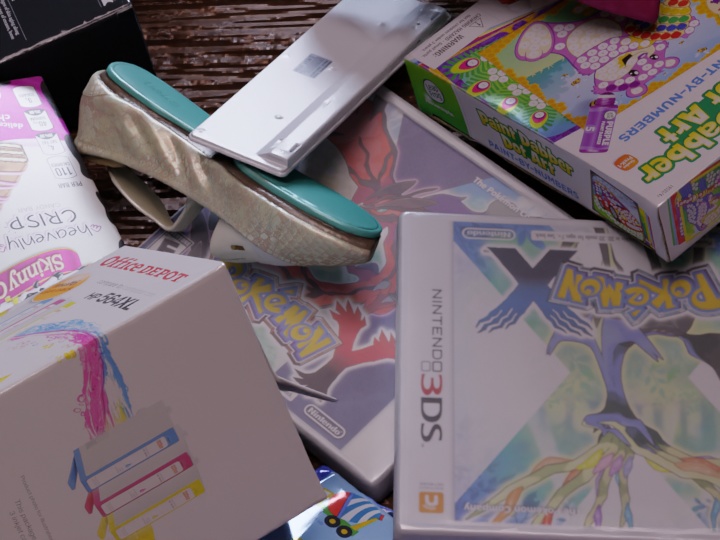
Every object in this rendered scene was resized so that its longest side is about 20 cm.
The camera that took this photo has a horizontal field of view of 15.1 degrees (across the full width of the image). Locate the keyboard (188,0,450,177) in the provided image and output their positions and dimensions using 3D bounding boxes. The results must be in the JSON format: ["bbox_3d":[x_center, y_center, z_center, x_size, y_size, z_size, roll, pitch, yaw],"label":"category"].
[{"bbox_3d":[-0.018,-0.104,1.428,0.056,0.011,0.200,17,35,20],"label":"keyboard"}]

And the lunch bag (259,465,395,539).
[{"bbox_3d":[-0.017,0.186,1.248,0.150,0.094,0.200,32,55,29],"label":"lunch bag"}]

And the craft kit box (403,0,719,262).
[{"bbox_3d":[0.159,-0.114,1.403,0.200,0.049,0.197,-38,48,-20],"label":"craft kit box"}]

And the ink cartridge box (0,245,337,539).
[{"bbox_3d":[-0.123,0.079,1.253,0.200,0.126,0.128,-30,18,-22],"label":"ink cartridge box"}]

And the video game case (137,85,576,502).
[{"bbox_3d":[0.000,0.000,1.398,0.200,0.023,0.182,36,69,30],"label":"video game case"}]

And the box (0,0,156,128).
[{"bbox_3d":[-0.215,-0.164,1.518,0.141,0.079,0.200,-25,54,-4],"label":"box"}]

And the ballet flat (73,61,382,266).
[{"bbox_3d":[-0.070,-0.039,1.395,0.200,0.067,0.063,34,108,31],"label":"ballet flat"}]

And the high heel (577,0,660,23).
[{"bbox_3d":[0.061,-0.152,1.420,0.199,0.067,0.097,-14,91,36],"label":"high heel"}]

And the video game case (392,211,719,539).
[{"bbox_3d":[0.116,0.054,1.313,0.199,0.022,0.183,3,57,-3],"label":"video game case"}]

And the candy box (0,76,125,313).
[{"bbox_3d":[-0.194,-0.002,1.382,0.136,0.061,0.200,-11,54,-27],"label":"candy box"}]
